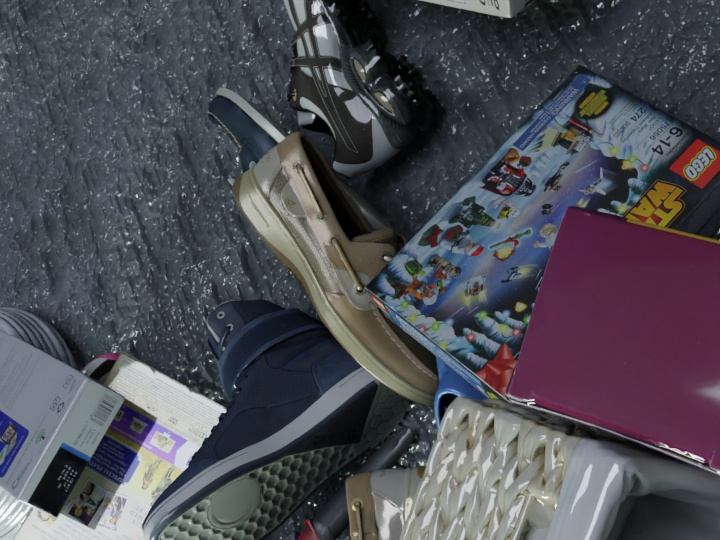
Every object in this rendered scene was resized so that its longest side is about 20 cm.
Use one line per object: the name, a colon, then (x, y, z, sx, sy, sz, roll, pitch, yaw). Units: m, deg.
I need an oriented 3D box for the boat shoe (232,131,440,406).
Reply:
boat shoe: (0.000, 0.000, 0.949, 0.064, 0.071, 0.200, -40, 89, 17)

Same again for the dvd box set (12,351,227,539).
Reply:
dvd box set: (-0.160, 0.178, 1.043, 0.146, 0.029, 0.200, 25, 80, 20)

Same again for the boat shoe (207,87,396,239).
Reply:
boat shoe: (-0.055, -0.062, 1.053, 0.200, 0.075, 0.062, 42, 95, 29)

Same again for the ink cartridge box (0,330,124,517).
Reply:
ink cartridge box: (-0.250, 0.110, 1.088, 0.200, 0.039, 0.100, 17, 76, 57)

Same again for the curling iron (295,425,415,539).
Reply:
curling iron: (-0.037, 0.175, 0.954, 0.200, 0.026, 0.050, -46, 34, -9)

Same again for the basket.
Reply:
basket: (0.126, 0.150, 0.766, 0.123, 0.200, 0.136, 22, 93, 45)

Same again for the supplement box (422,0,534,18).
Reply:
supplement box: (0.057, -0.240, 0.960, 0.200, 0.074, 0.126, 20, 48, 41)

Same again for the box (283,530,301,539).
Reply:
box: (-0.092, 0.288, 0.979, 0.200, 0.039, 0.137, -44, 28, 23)

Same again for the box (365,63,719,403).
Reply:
box: (0.118, -0.019, 0.869, 0.200, 0.040, 0.137, -47, 51, -8)

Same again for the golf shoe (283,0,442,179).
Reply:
golf shoe: (-0.027, -0.153, 1.048, 0.094, 0.078, 0.200, -45, 54, 22)

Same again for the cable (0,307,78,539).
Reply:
cable: (-0.316, 0.128, 1.221, 0.200, 0.069, 0.200, -31, 61, 30)

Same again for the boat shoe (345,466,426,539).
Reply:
boat shoe: (0.012, 0.223, 0.910, 0.069, 0.074, 0.201, 0, 71, 12)

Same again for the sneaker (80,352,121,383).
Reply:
sneaker: (-0.196, 0.166, 1.113, 0.087, 0.074, 0.200, 15, 87, 34)

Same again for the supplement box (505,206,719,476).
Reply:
supplement box: (0.189, 0.048, 0.735, 0.131, 0.200, 0.103, 18, 91, 40)

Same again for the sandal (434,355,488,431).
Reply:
sandal: (0.078, 0.079, 0.896, 0.079, 0.087, 0.200, -27, 61, 34)

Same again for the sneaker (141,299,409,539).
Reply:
sneaker: (-0.087, 0.102, 0.985, 0.202, 0.077, 0.146, -32, 47, -24)
